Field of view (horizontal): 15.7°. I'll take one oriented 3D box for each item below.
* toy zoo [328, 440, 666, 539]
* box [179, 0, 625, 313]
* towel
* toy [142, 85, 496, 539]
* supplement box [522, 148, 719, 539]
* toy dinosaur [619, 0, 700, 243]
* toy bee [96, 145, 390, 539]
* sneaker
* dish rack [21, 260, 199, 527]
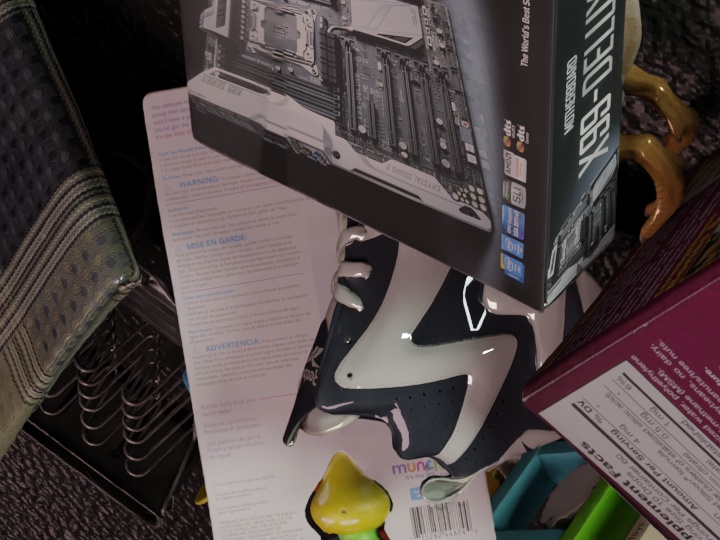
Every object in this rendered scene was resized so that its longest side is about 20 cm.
[{"bbox_3d":[0.052,0.125,1.125,0.199,0.131,0.021,-9,125,48],"label":"toy zoo"},{"bbox_3d":[0.011,-0.102,0.852,0.157,0.050,0.201,27,140,27],"label":"box"},{"bbox_3d":[-0.168,-0.026,1.153,0.200,0.034,0.194,-48,60,46],"label":"towel"},{"bbox_3d":[-0.014,0.020,1.052,0.114,0.047,0.202,-9,88,11],"label":"toy"},{"bbox_3d":[0.165,0.004,0.872,0.103,0.131,0.200,43,148,-6],"label":"supplement box"},{"bbox_3d":[0.075,-0.065,0.912,0.106,0.061,0.200,33,161,-14],"label":"toy dinosaur"},{"bbox_3d":[-0.029,0.032,1.134,0.130,0.109,0.201,-23,80,13],"label":"toy bee"},{"bbox_3d":[0.000,0.000,0.983,0.199,0.129,0.079,49,179,-4],"label":"sneaker"},{"bbox_3d":[-0.140,0.031,1.251,0.153,0.055,0.200,34,157,11],"label":"dish rack"}]
